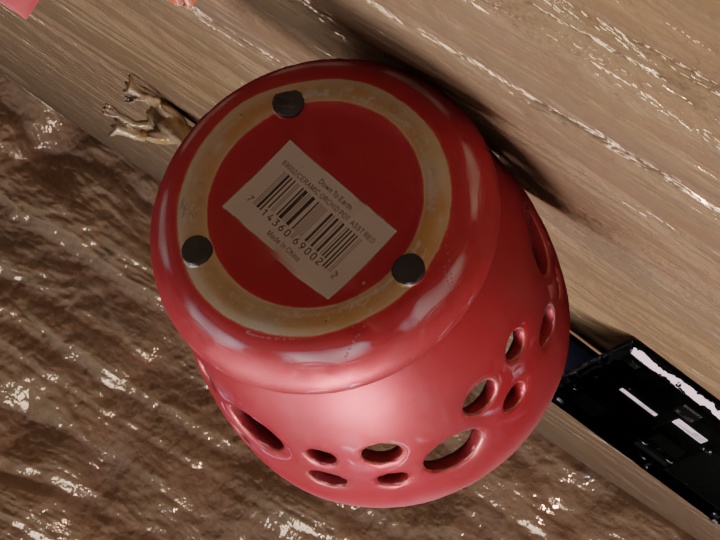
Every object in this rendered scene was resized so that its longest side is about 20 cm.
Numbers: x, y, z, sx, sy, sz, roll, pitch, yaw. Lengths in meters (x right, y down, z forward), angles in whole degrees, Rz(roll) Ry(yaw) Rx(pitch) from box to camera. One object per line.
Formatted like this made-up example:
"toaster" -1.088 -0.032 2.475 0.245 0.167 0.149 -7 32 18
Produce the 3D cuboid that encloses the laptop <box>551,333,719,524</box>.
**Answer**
"laptop" 0.225 0.091 1.717 0.177 0.104 0.200 35 151 -12

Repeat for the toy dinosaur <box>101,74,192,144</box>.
"toy dinosaur" -0.183 -0.138 2.260 0.101 0.059 0.200 21 -169 -25

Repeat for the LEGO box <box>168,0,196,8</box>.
"LEGO box" -0.103 -0.175 0.782 0.149 0.077 0.200 35 176 3

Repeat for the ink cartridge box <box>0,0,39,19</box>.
"ink cartridge box" -0.275 -0.246 1.506 0.116 0.068 0.200 34 177 25

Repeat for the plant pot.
"plant pot" 0.000 0.000 1.230 0.200 0.201 0.183 33 166 24
